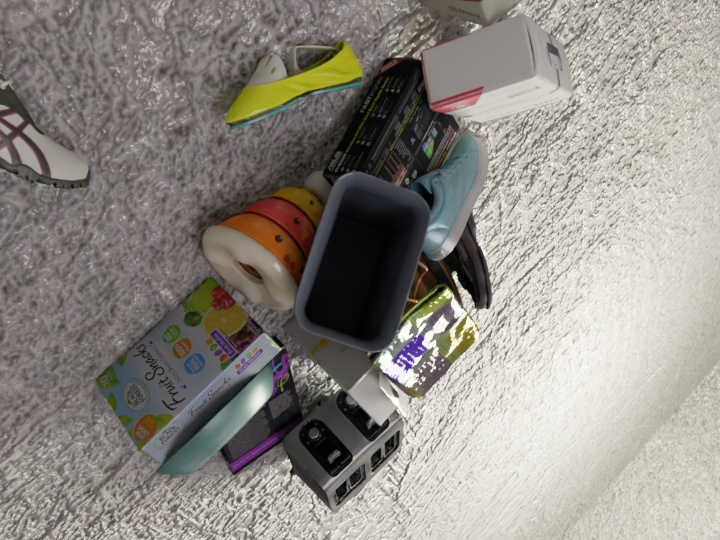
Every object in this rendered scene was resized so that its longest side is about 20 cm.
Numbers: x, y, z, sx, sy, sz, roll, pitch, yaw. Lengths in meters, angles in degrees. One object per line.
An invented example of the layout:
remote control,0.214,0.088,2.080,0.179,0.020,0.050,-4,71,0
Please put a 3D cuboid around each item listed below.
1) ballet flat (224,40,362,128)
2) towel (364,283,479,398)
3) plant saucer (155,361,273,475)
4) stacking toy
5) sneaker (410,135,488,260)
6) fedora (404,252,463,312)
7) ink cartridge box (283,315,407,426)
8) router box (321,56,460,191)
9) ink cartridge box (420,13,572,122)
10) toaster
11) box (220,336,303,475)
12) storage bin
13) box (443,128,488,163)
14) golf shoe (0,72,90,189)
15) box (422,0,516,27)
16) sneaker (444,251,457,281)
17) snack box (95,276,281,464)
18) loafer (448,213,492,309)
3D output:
ballet flat,-0.083,-0.229,0.811,0.200,0.067,0.067,-28,113,-30
towel,0.091,0.100,0.914,0.144,0.023,0.200,-44,148,-2
plant saucer,-0.180,0.201,0.893,0.200,0.036,0.200,-43,180,0
stacking toy,-0.095,-0.062,0.887,0.200,0.146,0.146,-55,143,-26
sneaker,0.115,-0.117,0.932,0.082,0.074,0.200,35,61,-28
fedora,0.082,0.028,1.028,0.082,0.201,0.200,-27,147,25
ink cartridge box,0.006,0.124,1.033,0.125,0.200,0.129,-45,140,-8
router box,0.048,-0.166,0.935,0.150,0.062,0.200,45,69,-49
ink cartridge box,0.190,-0.265,0.922,0.200,0.145,0.085,-8,88,-60
toaster,-0.029,0.299,1.163,0.181,0.119,0.200,-38,154,-20
box,-0.166,0.213,1.063,0.143,0.036,0.200,-30,136,-26
storage bin,0.000,0.000,0.855,0.145,0.134,0.201,19,79,-9
box,0.120,-0.142,1.075,0.200,0.041,0.039,-45,140,-11
golf shoe,-0.330,-0.137,0.626,0.200,0.077,0.088,25,92,-50
box,0.119,-0.414,0.809,0.109,0.128,0.200,-46,139,-8
sneaker,0.110,0.010,1.148,0.200,0.077,0.081,-20,156,-19
snack box,-0.219,0.120,0.862,0.200,0.142,0.053,-44,139,-10
loafer,0.162,-0.024,1.094,0.063,0.201,0.072,-8,152,-3
